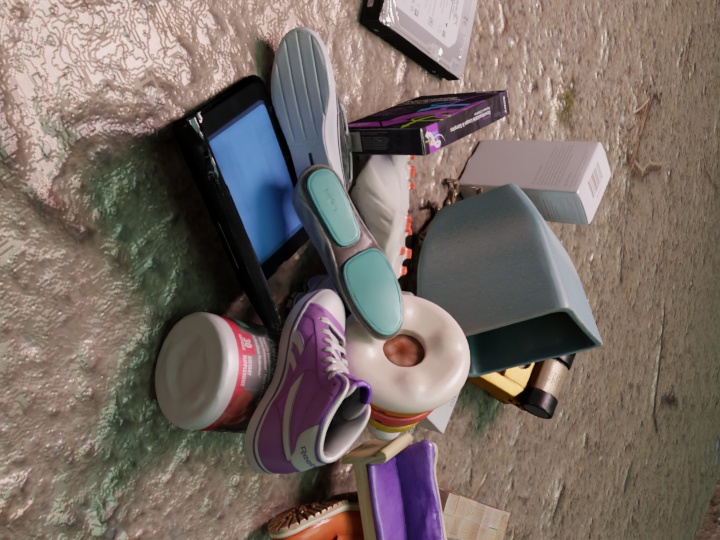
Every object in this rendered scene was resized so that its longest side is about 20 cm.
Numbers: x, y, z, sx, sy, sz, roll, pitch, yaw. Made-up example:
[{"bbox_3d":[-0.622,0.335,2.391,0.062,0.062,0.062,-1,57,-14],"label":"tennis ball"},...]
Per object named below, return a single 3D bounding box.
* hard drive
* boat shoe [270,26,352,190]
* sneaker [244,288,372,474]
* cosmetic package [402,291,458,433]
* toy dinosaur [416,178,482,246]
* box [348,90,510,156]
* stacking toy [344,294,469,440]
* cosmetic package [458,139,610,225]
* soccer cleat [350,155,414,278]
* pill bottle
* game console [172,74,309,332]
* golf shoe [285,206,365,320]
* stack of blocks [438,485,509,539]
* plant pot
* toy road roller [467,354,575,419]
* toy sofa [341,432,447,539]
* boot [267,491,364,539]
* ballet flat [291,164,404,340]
[{"bbox_3d":[0.086,-0.354,0.944,0.199,0.037,0.142,16,85,-51],"label":"hard drive"},{"bbox_3d":[-0.051,-0.170,0.801,0.071,0.071,0.203,-57,145,-59],"label":"boat shoe"},{"bbox_3d":[-0.025,0.096,0.671,0.073,0.113,0.203,45,44,-33],"label":"sneaker"},{"bbox_3d":[0.064,0.126,0.974,0.200,0.080,0.114,47,59,-42],"label":"cosmetic package"},{"bbox_3d":[0.145,-0.081,1.068,0.198,0.058,0.103,-9,119,-43],"label":"toy dinosaur"},{"bbox_3d":[0.076,-0.184,0.883,0.199,0.141,0.037,-30,118,-44],"label":"box"},{"bbox_3d":[0.040,0.141,0.822,0.146,0.145,0.202,-45,155,-35],"label":"stacking toy"},{"bbox_3d":[0.256,-0.135,1.063,0.102,0.198,0.074,-57,134,-24],"label":"cosmetic package"},{"bbox_3d":[0.024,-0.069,0.846,0.070,0.076,0.203,83,10,-53],"label":"soccer cleat"},{"bbox_3d":[-0.104,0.115,0.747,0.199,0.109,0.113,20,82,-50],"label":"pill bottle"},{"bbox_3d":[-0.097,-0.073,0.722,0.115,0.176,0.203,-26,120,-12],"label":"game console"},{"bbox_3d":[0.000,0.000,0.863,0.079,0.096,0.202,51,57,-39],"label":"golf shoe"},{"bbox_3d":[0.127,0.359,1.069,0.199,0.114,0.059,35,71,-47],"label":"stack of blocks"},{"bbox_3d":[0.185,0.007,0.949,0.195,0.194,0.204,31,46,-55],"label":"plant pot"},{"bbox_3d":[0.246,0.160,1.195,0.198,0.146,0.124,32,69,-9],"label":"toy road roller"},{"bbox_3d":[0.049,0.311,0.873,0.082,0.096,0.204,-8,89,-61],"label":"toy sofa"},{"bbox_3d":[-0.033,0.337,0.883,0.198,0.074,0.109,11,69,-51],"label":"boot"},{"bbox_3d":[-0.014,-0.017,0.769,0.067,0.064,0.203,-24,86,-25],"label":"ballet flat"}]
